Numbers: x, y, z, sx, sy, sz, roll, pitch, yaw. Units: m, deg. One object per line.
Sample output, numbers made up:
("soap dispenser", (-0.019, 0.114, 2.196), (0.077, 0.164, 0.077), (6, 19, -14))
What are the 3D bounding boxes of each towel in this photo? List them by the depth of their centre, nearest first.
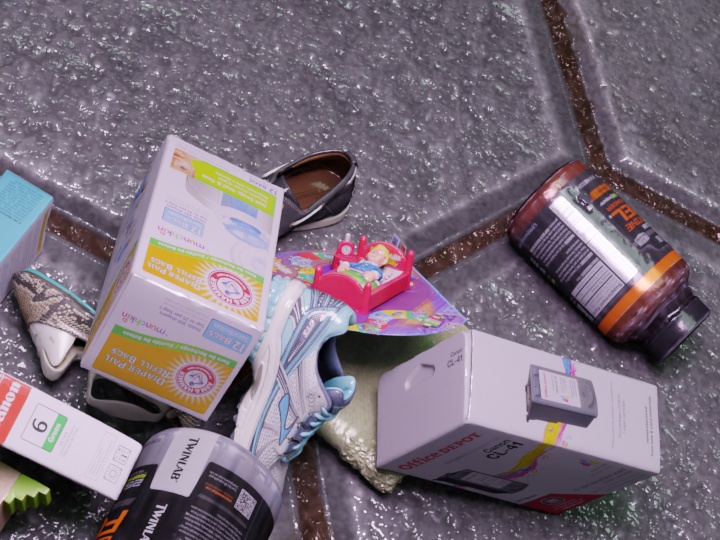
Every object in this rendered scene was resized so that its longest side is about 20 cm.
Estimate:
("towel", (0.024, 0.094, 1.332), (0.148, 0.037, 0.200), (37, 51, 4))

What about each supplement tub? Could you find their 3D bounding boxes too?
("supplement tub", (-0.146, 0.229, 1.117), (0.122, 0.123, 0.201), (26, 51, -3))
("supplement tub", (0.244, -0.005, 1.444), (0.200, 0.107, 0.107), (46, 53, 11))

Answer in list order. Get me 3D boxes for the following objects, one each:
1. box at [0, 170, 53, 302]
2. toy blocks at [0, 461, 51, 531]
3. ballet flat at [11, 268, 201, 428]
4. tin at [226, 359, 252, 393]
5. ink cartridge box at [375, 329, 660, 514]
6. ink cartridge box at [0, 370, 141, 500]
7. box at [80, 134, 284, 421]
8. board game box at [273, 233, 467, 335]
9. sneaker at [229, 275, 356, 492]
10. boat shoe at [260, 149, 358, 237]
("box", (-0.328, 0.016, 1.215), (0.049, 0.082, 0.201), (30, 51, 2))
("toy blocks", (-0.350, 0.179, 1.098), (0.199, 0.100, 0.137), (27, 61, 5))
("ballet flat", (-0.215, 0.074, 1.235), (0.199, 0.068, 0.076), (30, 63, -4))
("tin", (-0.125, 0.039, 1.265), (0.112, 0.042, 0.200), (36, 30, 10))
("ink cartridge box", (0.131, 0.132, 1.252), (0.199, 0.147, 0.086), (16, 61, -26))
("ink cartridge box", (-0.272, 0.102, 1.108), (0.200, 0.109, 0.051), (33, 77, -35))
("box", (-0.136, 0.003, 1.169), (0.112, 0.102, 0.201), (25, 32, -14))
("board game box", (0.000, 0.000, 1.291), (0.157, 0.039, 0.200), (2, 20, -21))
("sneaker", (-0.052, 0.109, 1.193), (0.086, 0.202, 0.078), (14, 21, 10))
("boat shoe", (-0.089, -0.063, 1.374), (0.199, 0.068, 0.072), (-22, 69, -30))
